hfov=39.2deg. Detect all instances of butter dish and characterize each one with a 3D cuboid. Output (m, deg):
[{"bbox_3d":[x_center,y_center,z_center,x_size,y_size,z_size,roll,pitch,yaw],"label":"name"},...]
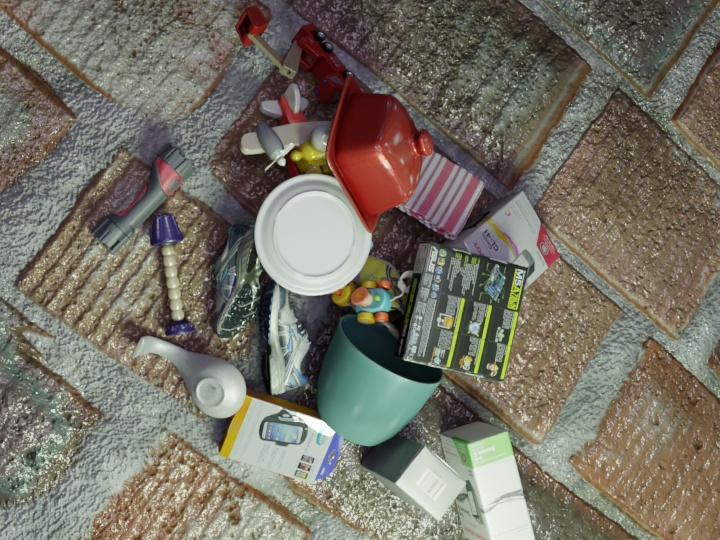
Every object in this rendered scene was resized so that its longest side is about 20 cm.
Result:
[{"bbox_3d":[0.047,-0.196,1.640,0.200,0.147,0.201,59,34,-43],"label":"butter dish"}]

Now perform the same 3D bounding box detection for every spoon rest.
[{"bbox_3d":[-0.280,0.170,1.686,0.199,0.061,0.100,32,105,1],"label":"spoon rest"}]

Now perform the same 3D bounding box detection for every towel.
[{"bbox_3d":[0.110,-0.152,1.786,0.199,0.030,0.147,31,57,3],"label":"towel"}]

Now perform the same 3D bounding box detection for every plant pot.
[{"bbox_3d":[0.017,0.197,1.719,0.199,0.201,0.162,24,108,-14],"label":"plant pot"}]

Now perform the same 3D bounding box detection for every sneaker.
[{"bbox_3d":[-0.127,0.111,1.746,0.084,0.077,0.202,-4,99,-20],"label":"sneaker"},{"bbox_3d":[-0.214,0.016,1.726,0.077,0.086,0.202,5,108,-55],"label":"sneaker"},{"bbox_3d":[0.047,0.046,1.752,0.200,0.076,0.076,47,112,22],"label":"sneaker"}]

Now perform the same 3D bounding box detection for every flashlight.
[{"bbox_3d":[-0.365,-0.121,1.687,0.200,0.068,0.068,-46,105,-8],"label":"flashlight"}]

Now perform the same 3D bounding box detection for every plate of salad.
[{"bbox_3d":[-0.079,-0.060,1.686,0.198,0.048,0.202,-1,93,-14],"label":"plate of salad"}]

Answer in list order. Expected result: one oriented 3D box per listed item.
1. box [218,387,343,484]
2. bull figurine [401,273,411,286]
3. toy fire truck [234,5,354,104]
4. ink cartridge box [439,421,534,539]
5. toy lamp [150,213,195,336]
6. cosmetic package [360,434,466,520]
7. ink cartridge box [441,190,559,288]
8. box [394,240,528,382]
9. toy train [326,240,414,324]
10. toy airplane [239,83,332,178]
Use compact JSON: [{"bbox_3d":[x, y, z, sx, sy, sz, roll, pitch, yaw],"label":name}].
[{"bbox_3d":[-0.131,0.287,1.734,0.198,0.042,0.120,20,102,-16],"label":"box"},{"bbox_3d":[0.148,0.062,1.824,0.198,0.065,0.123,-4,86,-18],"label":"bull figurine"},{"bbox_3d":[-0.108,-0.365,1.729,0.141,0.049,0.201,-24,75,-45],"label":"toy fire truck"},{"bbox_3d":[0.223,0.382,1.793,0.083,0.145,0.202,-14,92,-15],"label":"ink cartridge box"},{"bbox_3d":[-0.316,0.006,1.698,0.058,0.058,0.202,-10,93,-16],"label":"toy lamp"},{"bbox_3d":[0.087,0.347,1.730,0.107,0.200,0.090,42,80,-13],"label":"cosmetic package"},{"bbox_3d":[0.247,-0.030,1.809,0.200,0.085,0.148,-39,101,-39],"label":"ink cartridge box"},{"bbox_3d":[0.170,0.069,1.682,0.191,0.047,0.202,13,87,-21],"label":"box"},{"bbox_3d":[0.000,0.000,1.730,0.055,0.200,0.151,29,99,-48],"label":"toy train"},{"bbox_3d":[-0.090,-0.225,1.723,0.199,0.141,0.201,38,61,-22],"label":"toy airplane"}]
